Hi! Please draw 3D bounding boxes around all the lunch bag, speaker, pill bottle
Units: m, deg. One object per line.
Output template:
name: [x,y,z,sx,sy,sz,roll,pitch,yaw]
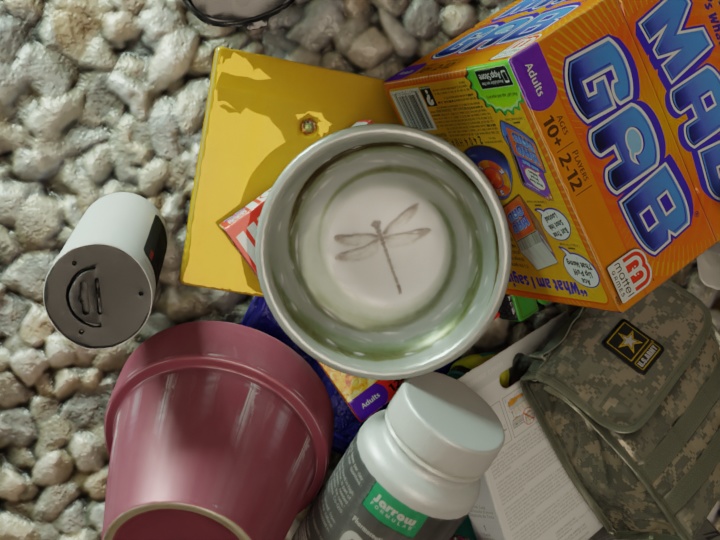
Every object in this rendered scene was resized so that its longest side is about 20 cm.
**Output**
lunch bag: [0.246,0.110,1.011,0.164,0.117,0.201,-45,105,-27]
speaker: [-0.199,-0.005,0.915,0.080,0.200,0.082,-1,104,-6]
pill bottle: [0.029,0.188,0.948,0.112,0.113,0.201,25,116,-11]

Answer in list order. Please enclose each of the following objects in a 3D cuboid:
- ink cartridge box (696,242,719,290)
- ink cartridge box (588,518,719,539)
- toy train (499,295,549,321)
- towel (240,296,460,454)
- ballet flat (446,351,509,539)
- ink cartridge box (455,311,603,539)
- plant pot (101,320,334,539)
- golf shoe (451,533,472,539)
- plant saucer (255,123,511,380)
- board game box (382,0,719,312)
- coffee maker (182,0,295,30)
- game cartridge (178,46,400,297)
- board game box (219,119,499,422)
ink cartridge box: [0.358,-0.076,0.988,0.127,0.125,0.202,15,102,-22]
ink cartridge box: [0.259,0.286,1.034,0.145,0.200,0.084,-19,105,-1]
toy train: [0.120,-0.048,1.016,0.056,0.042,0.202,-28,107,-29]
towel: [-0.020,0.093,1.037,0.198,0.050,0.149,23,101,-11]
ballet flat: [0.114,0.164,1.059,0.067,0.066,0.202,-26,124,-41]
ink cartridge box: [0.153,0.160,1.035,0.161,0.050,0.202,-26,100,-37]
plant pot: [-0.127,0.172,0.946,0.197,0.180,0.202,3,123,5]
golf shoe: [0.074,0.282,1.036,0.092,0.199,0.073,31,63,-32]
plant saucer: [0.019,-0.016,0.900,0.198,0.050,0.203,1,105,6]
board game box: [0.177,-0.112,0.904,0.199,0.200,0.201,-33,107,-19]
coffee maker: [-0.114,-0.279,0.861,0.134,0.200,0.193,-39,104,3]
game cartridge: [-0.055,-0.075,0.983,0.174,0.032,0.202,10,95,-12]
board game box: [0.000,0.000,0.963,0.151,0.046,0.201,-37,102,-6]
